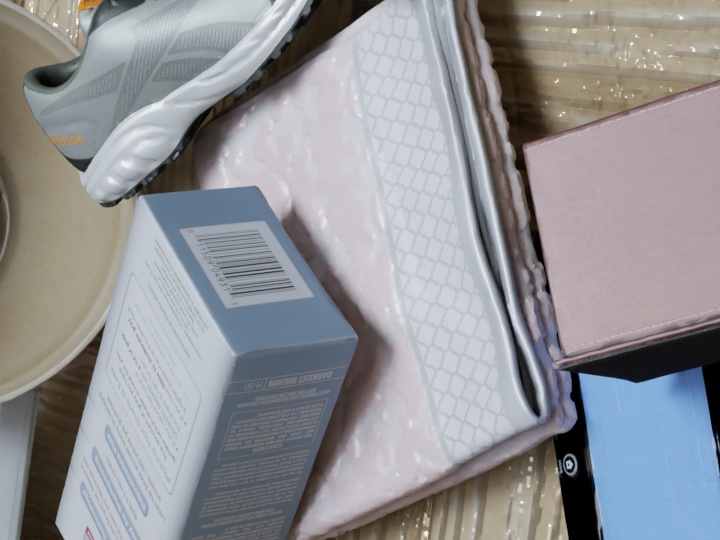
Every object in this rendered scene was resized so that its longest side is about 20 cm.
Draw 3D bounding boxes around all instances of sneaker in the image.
[{"bbox_3d":[-0.075,-0.111,0.812,0.079,0.074,0.200,45,116,-11],"label":"sneaker"}]

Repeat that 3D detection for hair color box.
[{"bbox_3d":[-0.072,0.073,0.798,0.099,0.060,0.201,55,139,38],"label":"hair color box"}]

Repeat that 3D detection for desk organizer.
[{"bbox_3d":[0.157,-0.026,0.585,0.199,0.072,0.078,-17,75,28],"label":"desk organizer"}]

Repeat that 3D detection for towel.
[{"bbox_3d":[0.000,0.000,0.776,0.191,0.032,0.202,-31,66,48],"label":"towel"}]

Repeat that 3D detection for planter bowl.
[{"bbox_3d":[-0.220,-0.031,0.912,0.135,0.198,0.202,174,96,-70],"label":"planter bowl"}]

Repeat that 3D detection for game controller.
[{"bbox_3d":[0.112,0.065,0.676,0.104,0.042,0.202,-16,77,42],"label":"game controller"}]

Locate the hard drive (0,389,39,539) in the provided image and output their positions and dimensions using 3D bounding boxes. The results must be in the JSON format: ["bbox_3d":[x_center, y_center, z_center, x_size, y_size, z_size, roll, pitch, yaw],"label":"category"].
[{"bbox_3d":[-0.205,0.171,0.922,0.132,0.026,0.202,-35,45,54],"label":"hard drive"}]
